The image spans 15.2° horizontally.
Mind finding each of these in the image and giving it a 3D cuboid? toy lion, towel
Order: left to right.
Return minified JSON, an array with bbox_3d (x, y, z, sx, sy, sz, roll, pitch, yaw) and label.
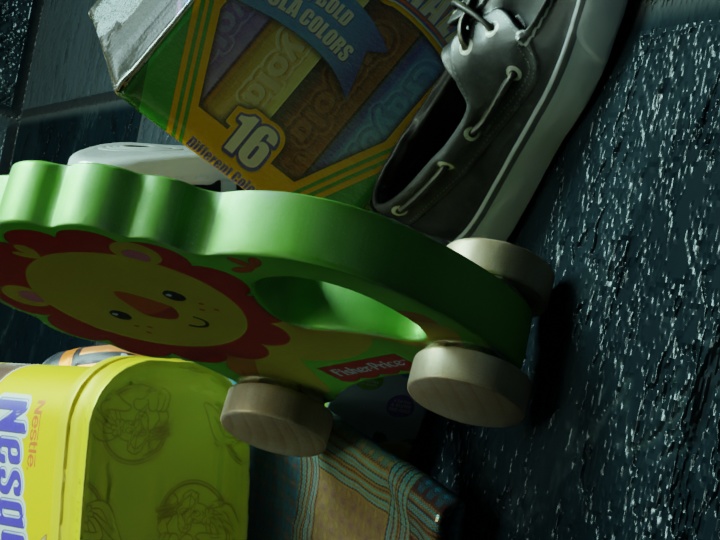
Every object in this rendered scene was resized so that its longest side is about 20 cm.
[{"bbox_3d":[-0.052,0.005,1.071,0.199,0.191,0.069,-12,57,49],"label":"toy lion"},{"bbox_3d":[-0.019,0.135,1.166,0.200,0.022,0.148,28,113,59],"label":"towel"}]

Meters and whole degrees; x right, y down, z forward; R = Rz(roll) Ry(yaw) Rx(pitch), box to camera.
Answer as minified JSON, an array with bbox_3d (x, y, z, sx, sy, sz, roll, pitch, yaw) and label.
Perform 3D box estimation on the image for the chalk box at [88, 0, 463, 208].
[{"bbox_3d":[-0.007,-0.135,1.187,0.200,0.124,0.125,-48,22,9],"label":"chalk box"}]

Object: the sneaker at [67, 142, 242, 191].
[{"bbox_3d":[-0.087,-0.011,1.456,0.200,0.073,0.113,-4,-80,-59],"label":"sneaker"}]

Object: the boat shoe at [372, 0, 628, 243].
[{"bbox_3d":[0.059,-0.083,1.091,0.069,0.056,0.201,-92,19,-45],"label":"boat shoe"}]

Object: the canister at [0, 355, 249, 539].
[{"bbox_3d":[-0.140,0.114,1.260,0.200,0.086,0.150,-1,85,57],"label":"canister"}]

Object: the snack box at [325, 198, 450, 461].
[{"bbox_3d":[0.000,0.000,1.271,0.200,0.053,0.143,-102,25,-58],"label":"snack box"}]

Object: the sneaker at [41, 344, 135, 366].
[{"bbox_3d":[-0.130,0.126,1.471,0.078,0.111,0.201,-53,-41,-58],"label":"sneaker"}]
